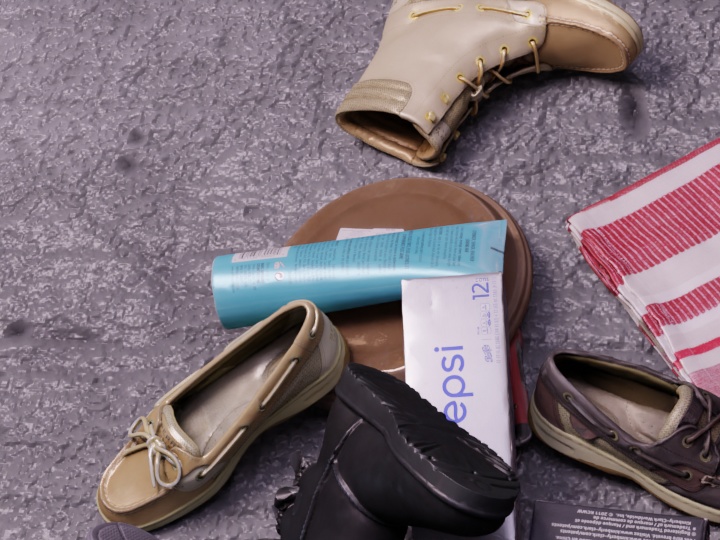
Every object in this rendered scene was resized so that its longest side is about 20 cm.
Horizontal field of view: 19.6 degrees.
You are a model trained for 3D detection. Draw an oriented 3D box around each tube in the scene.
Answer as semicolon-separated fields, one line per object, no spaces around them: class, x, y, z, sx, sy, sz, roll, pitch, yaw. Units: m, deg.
tube;0.000;0.000;1.407;0.199;0.051;0.078;-9;36;12

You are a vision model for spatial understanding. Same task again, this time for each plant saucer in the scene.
plant saucer;0.020;0.010;1.441;0.199;0.030;0.201;-11;50;13

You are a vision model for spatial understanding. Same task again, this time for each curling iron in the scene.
curling iron;0.089;0.045;1.421;0.049;0.026;0.201;-3;53;4

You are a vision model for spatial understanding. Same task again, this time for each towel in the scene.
towel;0.249;0.001;1.431;0.143;0.023;0.200;-27;54;-11

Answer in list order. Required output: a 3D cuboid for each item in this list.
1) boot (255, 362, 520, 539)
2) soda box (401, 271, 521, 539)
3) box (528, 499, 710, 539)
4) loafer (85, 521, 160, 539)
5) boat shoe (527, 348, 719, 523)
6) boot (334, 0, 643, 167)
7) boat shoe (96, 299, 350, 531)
boot;0.009;0.161;1.246;0.198;0.073;0.163;38;109;58
soda box;0.064;0.106;1.323;0.068;0.063;0.201;-5;72;6
box;0.140;0.251;1.201;0.105;0.123;0.201;6;55;12
loafer;-0.101;0.234;1.303;0.200;0.063;0.072;33;23;27
boat shoe;0.202;0.105;1.329;0.199;0.065;0.073;16;54;13
boot;0.094;-0.142;1.530;0.199;0.073;0.156;15;57;21
boat shoe;-0.099;0.094;1.375;0.200;0.063;0.073;-35;56;3
